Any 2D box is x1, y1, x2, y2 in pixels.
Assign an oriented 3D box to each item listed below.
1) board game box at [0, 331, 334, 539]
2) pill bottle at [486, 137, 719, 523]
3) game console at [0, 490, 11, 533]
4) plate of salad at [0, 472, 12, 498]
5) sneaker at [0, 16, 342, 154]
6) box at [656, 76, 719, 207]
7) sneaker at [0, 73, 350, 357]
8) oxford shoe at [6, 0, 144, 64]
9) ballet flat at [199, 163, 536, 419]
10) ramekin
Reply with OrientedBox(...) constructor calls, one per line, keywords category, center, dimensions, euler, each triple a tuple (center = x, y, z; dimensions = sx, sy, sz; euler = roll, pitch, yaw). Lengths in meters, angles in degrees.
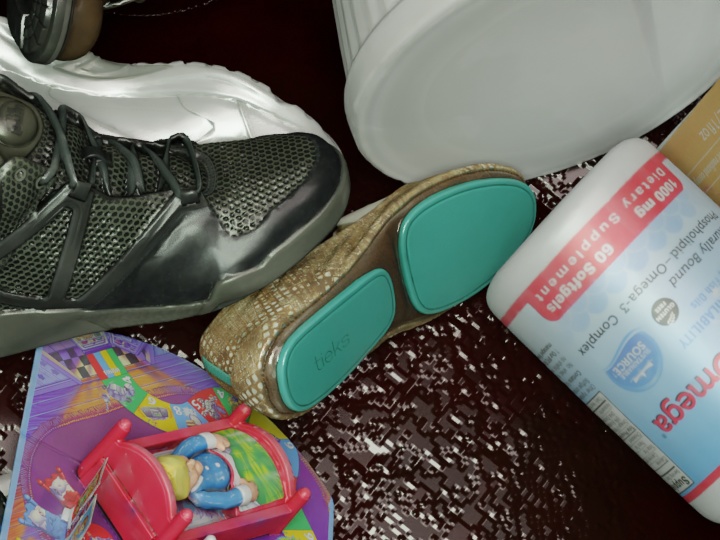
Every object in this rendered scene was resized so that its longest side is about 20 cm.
OrientedBox(category="board game box", center=(-0.068, 0.093, 1.166), dimensions=(0.157, 0.039, 0.201), euler=(30, 34, -19))
OrientedBox(category="pill bottle", center=(0.161, 0.043, 1.252), dimensions=(0.200, 0.109, 0.109), euler=(43, 69, 5))
OrientedBox(category="game console", center=(-0.273, 0.107, 1.143), dimensions=(0.200, 0.170, 0.119), euler=(-38, 109, -20))
OrientedBox(category="plate of salad", center=(-0.122, 0.178, 1.182), dimensions=(0.199, 0.048, 0.201), euler=(3, 70, -10))
OrientedBox(category="sneaker", center=(-0.108, -0.047, 1.256), dimensions=(0.199, 0.078, 0.100), euler=(12, 77, 1))
OrientedBox(category="box", center=(0.248, -0.026, 1.270), dimensions=(0.106, 0.152, 0.200), euler=(-39, 82, -21))
OrientedBox(category="sneaker", center=(-0.106, -0.035, 1.172), dimensions=(0.198, 0.115, 0.076), euler=(-13, 44, 1))
OrientedBox(category="oxford shoe", center=(-0.111, -0.152, 1.245), dimensions=(0.084, 0.073, 0.200), euler=(19, 34, -10))
OrientedBox(category="ballet flat", center=(0.000, 0.000, 1.251), dimensions=(0.065, 0.071, 0.200), euler=(14, 32, 37))
OrientedBox(category="ramekin", center=(0.078, -0.130, 1.255), dimensions=(0.201, 0.203, 0.095), euler=(-13, 63, -15))
